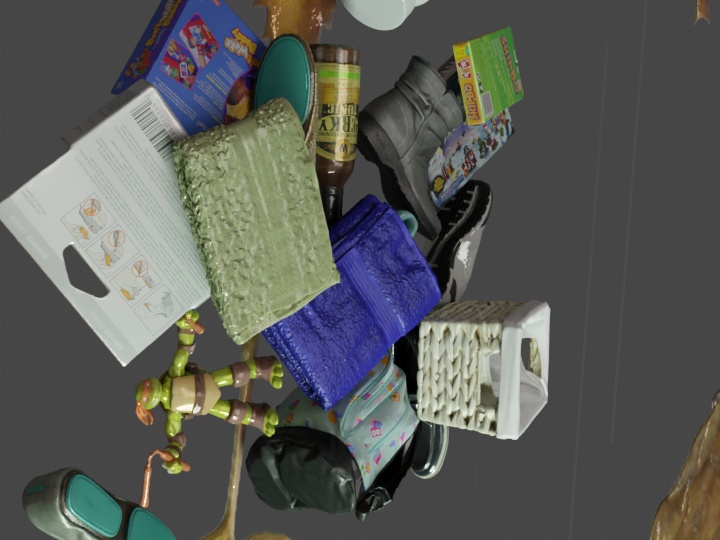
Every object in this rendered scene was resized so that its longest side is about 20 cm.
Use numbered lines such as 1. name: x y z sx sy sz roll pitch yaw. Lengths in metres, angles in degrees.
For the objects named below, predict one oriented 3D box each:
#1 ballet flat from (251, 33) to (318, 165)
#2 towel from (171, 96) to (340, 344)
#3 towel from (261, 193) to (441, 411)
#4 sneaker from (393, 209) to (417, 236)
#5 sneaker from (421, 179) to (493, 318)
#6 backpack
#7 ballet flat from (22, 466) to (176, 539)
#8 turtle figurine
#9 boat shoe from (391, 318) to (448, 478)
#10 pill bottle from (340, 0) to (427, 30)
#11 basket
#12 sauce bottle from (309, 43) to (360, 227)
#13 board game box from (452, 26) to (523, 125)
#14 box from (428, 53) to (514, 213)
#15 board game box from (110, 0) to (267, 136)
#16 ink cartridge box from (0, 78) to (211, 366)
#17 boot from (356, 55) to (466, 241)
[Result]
1. ballet flat: -0.073 -0.135 1.062 0.065 0.070 0.202 -12 108 -74
2. towel: -0.095 -0.046 0.981 0.148 0.036 0.202 -30 115 -36
3. towel: -0.009 0.031 1.112 0.200 0.049 0.148 -43 105 -26
4. sneaker: 0.000 0.000 1.193 0.078 0.086 0.201 44 55 -22
5. sneaker: 0.118 -0.026 1.365 0.201 0.073 0.080 -63 150 -14
6. backpack: -0.016 0.176 1.172 0.200 0.166 0.128 -39 121 -46
7. ballet flat: -0.241 0.246 0.993 0.200 0.063 0.068 53 32 -42
8. turtle figurine: -0.162 0.133 1.057 0.160 0.064 0.202 6 83 -30
9. boat shoe: 0.069 0.163 1.329 0.062 0.074 0.202 -4 95 -43
10. pill bottle: 0.058 -0.373 1.192 0.201 0.115 0.116 -56 133 -27
11. basket: 0.149 0.109 1.252 0.200 0.122 0.137 -15 107 -69
12. sauce bottle: -0.034 -0.146 1.162 0.064 0.064 0.202 -7 101 -48
13. board game box: 0.163 -0.247 1.309 0.200 0.030 0.097 -36 116 -59
14. box: 0.118 -0.185 1.348 0.200 0.040 0.138 -46 127 -34
15. board game box: -0.139 -0.173 1.051 0.200 0.044 0.135 43 65 -43
16. ink cartridge box: -0.209 -0.042 0.964 0.176 0.045 0.201 -39 121 -11
17. boot: 0.080 -0.141 1.241 0.132 0.070 0.201 -42 128 -14
